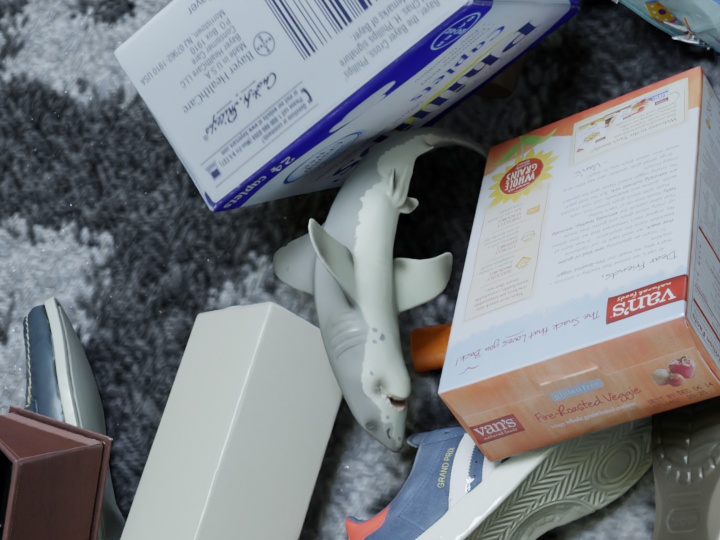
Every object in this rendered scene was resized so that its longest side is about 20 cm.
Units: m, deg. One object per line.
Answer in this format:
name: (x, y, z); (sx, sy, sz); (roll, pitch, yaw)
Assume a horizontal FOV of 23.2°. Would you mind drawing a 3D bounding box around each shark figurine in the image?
shark figurine: (-0.002, -0.022, 0.956); (0.089, 0.128, 0.216); (-12, 45, 37)

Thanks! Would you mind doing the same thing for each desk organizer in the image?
desk organizer: (-0.195, 0.181, 0.928); (0.071, 0.077, 0.202); (14, 98, 27)

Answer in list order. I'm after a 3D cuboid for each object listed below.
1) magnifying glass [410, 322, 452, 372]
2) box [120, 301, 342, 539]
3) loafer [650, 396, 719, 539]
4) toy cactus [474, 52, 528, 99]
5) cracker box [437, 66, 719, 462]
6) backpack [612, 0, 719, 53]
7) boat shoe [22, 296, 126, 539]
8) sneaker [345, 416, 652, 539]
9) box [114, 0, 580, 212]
magnifying glass: (0.124, 0.030, 0.964); (0.198, 0.022, 0.080); (-9, 62, 16)
box: (-0.075, 0.123, 0.950); (0.082, 0.068, 0.202); (-8, 57, 52)
loafer: (0.186, 0.106, 0.862); (0.075, 0.068, 0.202); (-7, 69, 60)
toy cactus: (0.093, -0.189, 1.054); (0.198, 0.102, 0.167); (8, 77, 15)
cracker box: (0.122, -0.006, 0.901); (0.133, 0.058, 0.201); (-19, 33, 28)
backpack: (0.223, -0.197, 0.951); (0.199, 0.153, 0.177); (35, 71, -6)
boat shoe: (-0.176, 0.113, 1.010); (0.061, 0.075, 0.202); (-18, 71, 6)
sneaker: (0.075, 0.098, 0.918); (0.199, 0.075, 0.085); (-36, 43, -6)
box: (0.000, -0.132, 0.951); (0.183, 0.200, 0.105); (-36, 83, 24)
